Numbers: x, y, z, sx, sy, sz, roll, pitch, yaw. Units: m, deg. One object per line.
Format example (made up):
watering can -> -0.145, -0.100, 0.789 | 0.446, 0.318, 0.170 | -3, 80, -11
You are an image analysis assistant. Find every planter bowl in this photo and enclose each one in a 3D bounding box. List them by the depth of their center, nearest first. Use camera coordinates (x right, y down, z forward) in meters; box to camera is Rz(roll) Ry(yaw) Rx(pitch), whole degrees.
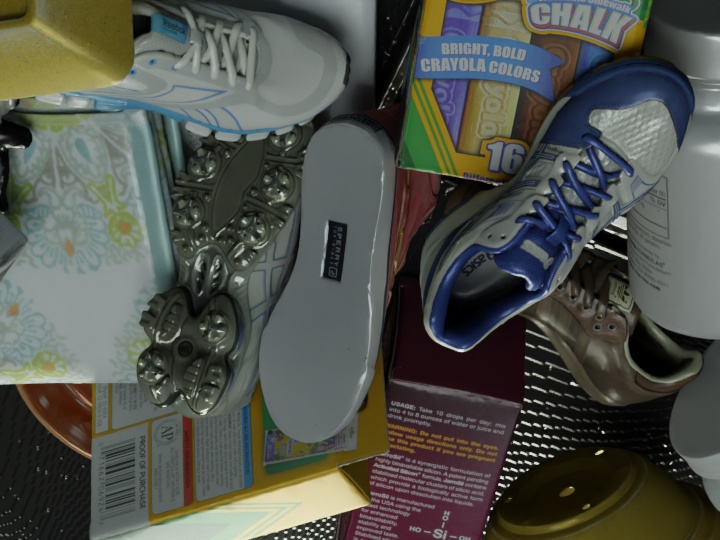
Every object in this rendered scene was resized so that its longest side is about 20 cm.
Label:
planter bowl -> 0.141, 0.168, 1.632 | 0.200, 0.200, 0.084 | -16, 111, 17

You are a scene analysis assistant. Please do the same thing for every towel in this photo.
towel -> -0.183, -0.024, 1.589 | 0.171, 0.048, 0.200 | 0, 113, 20

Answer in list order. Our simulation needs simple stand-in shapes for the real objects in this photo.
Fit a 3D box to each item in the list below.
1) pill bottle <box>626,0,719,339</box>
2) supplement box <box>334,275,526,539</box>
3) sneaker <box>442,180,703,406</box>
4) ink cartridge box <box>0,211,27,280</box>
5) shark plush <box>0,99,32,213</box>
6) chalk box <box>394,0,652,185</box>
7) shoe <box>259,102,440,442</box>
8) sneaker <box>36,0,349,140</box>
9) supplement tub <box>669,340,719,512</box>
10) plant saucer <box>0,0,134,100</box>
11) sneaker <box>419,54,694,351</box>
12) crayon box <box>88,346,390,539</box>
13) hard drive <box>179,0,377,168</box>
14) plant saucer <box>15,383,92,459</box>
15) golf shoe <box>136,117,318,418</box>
pill bottle -> 0.208, -0.070, 1.501 | 0.114, 0.114, 0.200 | -1, 125, 7
supplement box -> 0.042, 0.119, 1.655 | 0.086, 0.110, 0.200 | 12, 125, -3
sneaker -> 0.133, 0.008, 1.584 | 0.075, 0.071, 0.200 | -13, 136, 41
ink cartridge box -> -0.310, -0.035, 1.567 | 0.200, 0.047, 0.160 | 43, 137, 0
shark plush -> -0.233, -0.135, 1.525 | 0.083, 0.091, 0.200 | -5, 119, 31
chalk box -> 0.097, -0.160, 1.445 | 0.124, 0.125, 0.200 | 10, 127, -1
shoe -> 0.000, 0.000, 1.534 | 0.071, 0.091, 0.200 | 18, 109, 23
sneaker -> -0.101, -0.120, 1.456 | 0.200, 0.075, 0.087 | 4, 170, -12
supplement tub -> 0.302, 0.123, 1.607 | 0.200, 0.145, 0.145 | 40, 120, -19
plant saucer -> -0.221, -0.190, 1.399 | 0.200, 0.048, 0.200 | -5, 87, 29
sneaker -> 0.108, -0.029, 1.408 | 0.075, 0.088, 0.200 | 34, 120, -15
crayon box -> -0.067, 0.098, 1.601 | 0.200, 0.126, 0.052 | -18, 141, 18
hard drive -> -0.057, -0.119, 1.551 | 0.132, 0.025, 0.200 | 4, 125, 4
plant saucer -> -0.126, 0.048, 1.672 | 0.200, 0.032, 0.201 | 3, 125, 4
golf shoe -> -0.069, -0.008, 1.553 | 0.078, 0.097, 0.200 | 21, 89, 25
